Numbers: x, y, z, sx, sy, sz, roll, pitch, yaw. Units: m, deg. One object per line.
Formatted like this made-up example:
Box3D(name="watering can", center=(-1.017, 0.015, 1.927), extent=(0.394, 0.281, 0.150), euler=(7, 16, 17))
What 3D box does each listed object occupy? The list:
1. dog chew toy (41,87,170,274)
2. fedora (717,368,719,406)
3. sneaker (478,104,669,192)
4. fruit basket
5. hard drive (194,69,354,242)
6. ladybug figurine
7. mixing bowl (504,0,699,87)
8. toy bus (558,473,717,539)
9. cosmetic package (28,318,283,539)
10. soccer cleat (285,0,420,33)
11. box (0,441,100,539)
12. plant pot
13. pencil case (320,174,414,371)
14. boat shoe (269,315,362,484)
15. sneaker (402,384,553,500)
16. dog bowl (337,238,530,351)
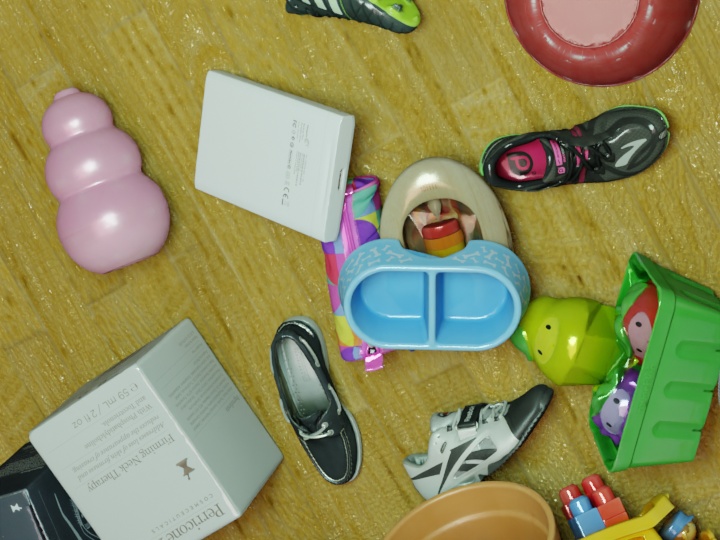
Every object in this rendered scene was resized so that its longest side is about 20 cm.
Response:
Box3D(name="dog chew toy", center=(-0.286, -0.101, 1.678), extent=(0.124, 0.124, 0.202), euler=(-20, 91, 19))
Box3D(name="fedora", center=(0.443, 0.089, 1.537), extent=(0.198, 0.090, 0.178), euler=(-2, 109, -2))
Box3D(name="sneaker", center=(0.215, -0.113, 1.552), extent=(0.198, 0.084, 0.077), euler=(-14, 102, 19))
Box3D(name="fruit basket", center=(0.255, 0.086, 1.575), extent=(0.214, 0.156, 0.218), euler=(-1, 109, -3))
Box3D(name="hard drive", center=(-0.093, -0.122, 1.617), extent=(0.199, 0.027, 0.133), euler=(23, 112, 37))
Box3D(name="ladybug figurine", center=(0.090, -0.028, 1.606), extent=(0.135, 0.072, 0.202), euler=(-10, 112, 6))
Box3D(name="mixing bowl", center=(0.226, -0.270, 1.493), extent=(0.198, 0.108, 0.202), euler=(4, 107, 15))
Box3D(name="toy bus", center=(0.296, 0.299, 1.625), extent=(0.198, 0.136, 0.193), euler=(-20, 76, -5))
Box3D(name="cosmetic package", center=(-0.223, 0.196, 1.714), extent=(0.167, 0.166, 0.201), euler=(-33, 96, 21))
Box3D(name="soccer cleat", center=(-0.031, -0.289, 1.587), extent=(0.199, 0.068, 0.081), euler=(31, 128, 6))
Box3D(name="box", center=(-0.355, 0.285, 1.756), extent=(0.104, 0.200, 0.149), euler=(-16, 101, 19))
Box3D(name="plant pot", center=(0.126, 0.335, 1.584), extent=(0.199, 0.201, 0.141), euler=(-15, 117, 18))
Box3D(name="pencil case", center=(0.000, 0.000, 1.644), extent=(0.088, 0.088, 0.202), euler=(-9, 102, 17))
Box3D(name="boat shoe", center=(-0.055, 0.153, 1.712), extent=(0.075, 0.060, 0.201), euler=(-19, 100, 19))
Box3D(name="sneaker", center=(0.121, 0.177, 1.664), extent=(0.089, 0.074, 0.200), euler=(46, 114, 2))
Box3D(name="dog bowl", center=(0.073, 0.029, 1.564), extent=(0.198, 0.050, 0.112), euler=(1, 114, 5))
